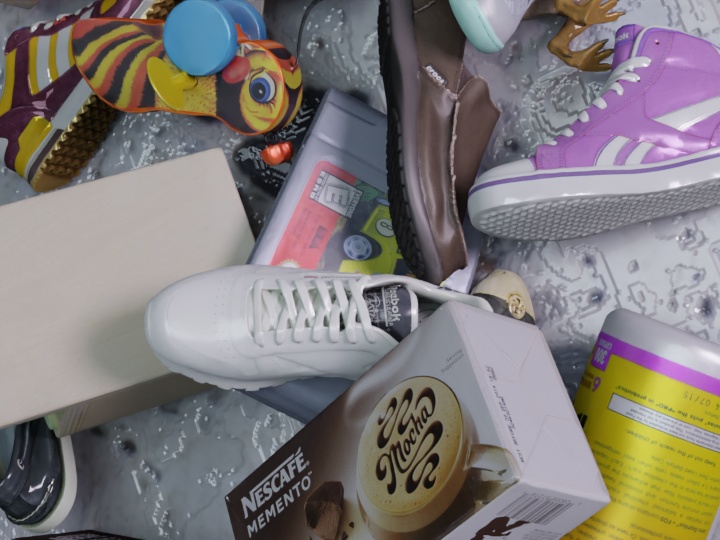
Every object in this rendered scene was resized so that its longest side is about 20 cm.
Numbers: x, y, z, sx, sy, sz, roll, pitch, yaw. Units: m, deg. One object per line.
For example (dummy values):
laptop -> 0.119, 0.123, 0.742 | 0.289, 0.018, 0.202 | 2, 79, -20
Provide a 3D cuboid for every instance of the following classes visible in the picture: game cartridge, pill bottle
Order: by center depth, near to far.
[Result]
pill bottle -> 0.159, 0.131, 0.962 | 0.104, 0.104, 0.202 | 21, 92, 19
game cartridge -> 0.000, 0.000, 1.009 | 0.132, 0.041, 0.201 | 27, 69, -11

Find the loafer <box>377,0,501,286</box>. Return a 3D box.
loafer -> 0.052, -0.090, 0.985 | 0.070, 0.073, 0.202 | -2, 75, -5

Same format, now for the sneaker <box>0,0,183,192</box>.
sneaker -> -0.192, -0.155, 1.121 | 0.090, 0.075, 0.200 | 39, 97, 12

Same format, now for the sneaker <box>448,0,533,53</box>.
sneaker -> 0.127, -0.222, 0.972 | 0.139, 0.078, 0.201 | -8, 54, 29

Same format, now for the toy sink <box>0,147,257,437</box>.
toy sink -> -0.165, 0.024, 1.037 | 0.199, 0.112, 0.131 | -18, 78, -19

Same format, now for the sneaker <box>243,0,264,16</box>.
sneaker -> -0.024, -0.231, 1.074 | 0.199, 0.081, 0.089 | -27, 115, 1

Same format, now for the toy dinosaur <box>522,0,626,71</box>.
toy dinosaur -> 0.122, -0.173, 1.036 | 0.199, 0.060, 0.107 | -29, 47, 11

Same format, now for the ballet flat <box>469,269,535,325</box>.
ballet flat -> 0.089, 0.088, 0.985 | 0.057, 0.066, 0.202 | -33, 43, 48

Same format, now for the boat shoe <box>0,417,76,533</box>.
boat shoe -> -0.245, 0.079, 1.094 | 0.074, 0.066, 0.201 | -32, 55, 22

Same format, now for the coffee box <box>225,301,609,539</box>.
coffee box -> 0.025, 0.125, 0.901 | 0.200, 0.079, 0.114 | -42, 50, 30

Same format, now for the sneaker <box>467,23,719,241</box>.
sneaker -> 0.144, -0.085, 0.976 | 0.199, 0.073, 0.115 | -11, 74, -21

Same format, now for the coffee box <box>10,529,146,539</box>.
coffee box -> -0.116, 0.221, 1.043 | 0.198, 0.113, 0.081 | 7, 88, 18

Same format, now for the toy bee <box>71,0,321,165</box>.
toy bee -> -0.084, -0.117, 1.017 | 0.199, 0.130, 0.110 | -3, 97, 40

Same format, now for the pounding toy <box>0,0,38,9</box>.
pounding toy -> -0.202, -0.269, 1.068 | 0.200, 0.141, 0.186 | -22, 62, 56

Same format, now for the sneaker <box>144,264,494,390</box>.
sneaker -> -0.022, 0.026, 0.934 | 0.198, 0.080, 0.077 | 2, 76, -14
